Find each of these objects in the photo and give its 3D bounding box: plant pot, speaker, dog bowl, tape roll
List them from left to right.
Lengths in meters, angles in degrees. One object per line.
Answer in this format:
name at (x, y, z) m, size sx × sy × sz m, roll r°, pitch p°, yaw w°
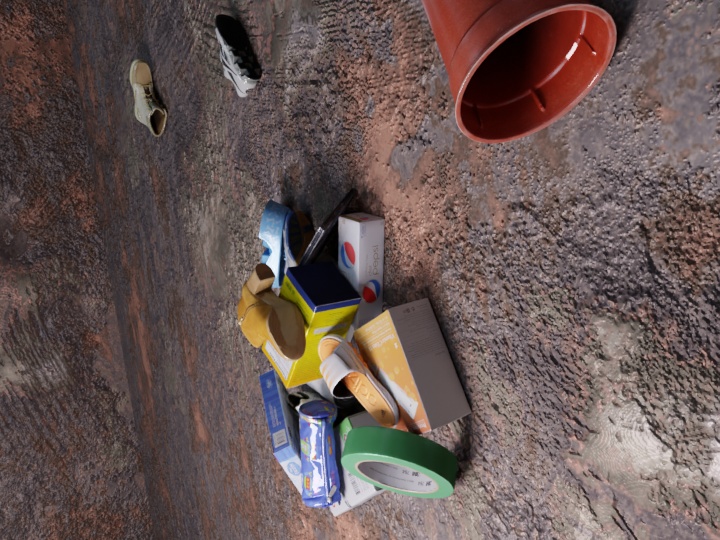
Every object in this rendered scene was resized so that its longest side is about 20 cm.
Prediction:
dog bowl at (-0.189, -0.053, 1.376) m, size 0.112 × 0.048 × 0.206 m, roll -71°, pitch -9°, yaw -65°
speaker at (-0.082, 0.214, 1.310) m, size 0.198 × 0.079 × 0.084 m, roll 22°, pitch 116°, yaw 50°
tape roll at (0.065, 0.326, 1.045) m, size 0.200 × 0.197 × 0.049 m, roll -35°, pitch 31°, yaw 51°
plant pot at (0.170, -0.300, 0.748) m, size 0.201 × 0.196 × 0.200 m, roll -51°, pitch 51°, yaw 47°

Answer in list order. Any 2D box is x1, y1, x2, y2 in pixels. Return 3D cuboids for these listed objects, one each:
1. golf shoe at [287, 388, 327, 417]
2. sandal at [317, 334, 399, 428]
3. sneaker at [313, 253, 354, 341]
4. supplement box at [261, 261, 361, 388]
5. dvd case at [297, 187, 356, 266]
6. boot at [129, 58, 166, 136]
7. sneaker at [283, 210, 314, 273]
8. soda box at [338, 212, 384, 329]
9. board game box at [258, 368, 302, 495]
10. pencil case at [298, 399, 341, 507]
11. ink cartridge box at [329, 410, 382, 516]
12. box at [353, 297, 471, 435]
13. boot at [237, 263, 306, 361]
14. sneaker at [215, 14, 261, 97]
golf shoe at (-0.116, 0.281, 1.329) m, size 0.080 × 0.096 × 0.199 m, roll -59°, pitch 16°, yaw -11°
sandal at (-0.017, 0.190, 1.048) m, size 0.206 × 0.058 × 0.081 m, roll 43°, pitch 131°, yaw 30°
sneaker at (-0.063, 0.069, 1.265) m, size 0.115 × 0.072 × 0.206 m, roll 40°, pitch 127°, yaw 52°
supplement box at (-0.095, 0.101, 1.157) m, size 0.109 × 0.107 × 0.204 m, roll 48°, pitch 130°, yaw 34°
dvd case at (-0.080, -0.051, 1.190) m, size 0.016 × 0.150 × 0.201 m, roll 34°, pitch 132°, yaw -1°
boot at (-0.658, -0.537, 1.928) m, size 0.154 × 0.071 × 0.205 m, roll 42°, pitch 135°, yaw 41°
sneaker at (-0.140, -0.024, 1.335) m, size 0.087 × 0.074 × 0.207 m, roll -7°, pitch 93°, yaw 54°
soda box at (0.000, 0.000, 1.154) m, size 0.067 × 0.062 × 0.207 m, roll 21°, pitch 114°, yaw 49°
board game box at (-0.148, 0.350, 1.315) m, size 0.202 × 0.042 × 0.202 m, roll -113°, pitch 1°, yaw -49°
pencil case at (-0.078, 0.358, 1.200) m, size 0.086 × 0.076 × 0.207 m, roll 10°, pitch 104°, yaw 60°
ink cartridge box at (-0.011, 0.388, 1.251) m, size 0.200 × 0.082 × 0.149 m, roll -49°, pitch 59°, yaw 48°
box at (0.084, 0.171, 1.052) m, size 0.124 × 0.095 × 0.205 m, roll -37°, pitch 69°, yaw 51°
boot at (-0.165, 0.104, 1.116) m, size 0.204 × 0.069 × 0.145 m, roll 63°, pitch 143°, yaw 28°
sneaker at (-0.298, -0.494, 1.433) m, size 0.088 × 0.073 × 0.205 m, roll -40°, pitch 66°, yaw 48°
